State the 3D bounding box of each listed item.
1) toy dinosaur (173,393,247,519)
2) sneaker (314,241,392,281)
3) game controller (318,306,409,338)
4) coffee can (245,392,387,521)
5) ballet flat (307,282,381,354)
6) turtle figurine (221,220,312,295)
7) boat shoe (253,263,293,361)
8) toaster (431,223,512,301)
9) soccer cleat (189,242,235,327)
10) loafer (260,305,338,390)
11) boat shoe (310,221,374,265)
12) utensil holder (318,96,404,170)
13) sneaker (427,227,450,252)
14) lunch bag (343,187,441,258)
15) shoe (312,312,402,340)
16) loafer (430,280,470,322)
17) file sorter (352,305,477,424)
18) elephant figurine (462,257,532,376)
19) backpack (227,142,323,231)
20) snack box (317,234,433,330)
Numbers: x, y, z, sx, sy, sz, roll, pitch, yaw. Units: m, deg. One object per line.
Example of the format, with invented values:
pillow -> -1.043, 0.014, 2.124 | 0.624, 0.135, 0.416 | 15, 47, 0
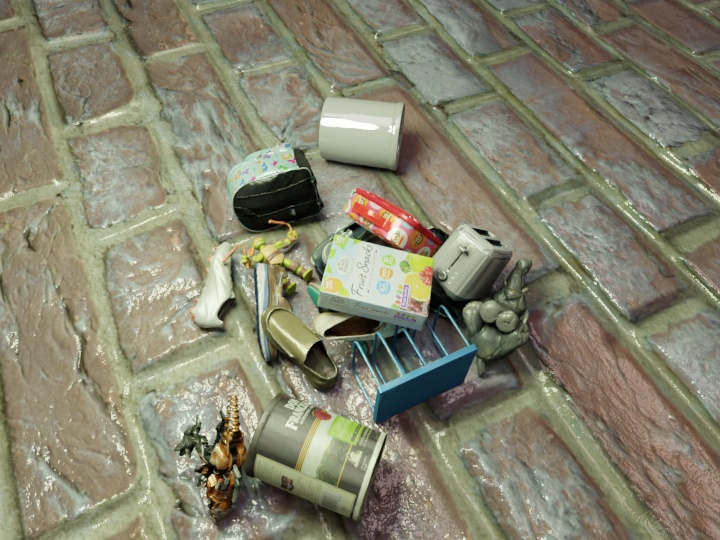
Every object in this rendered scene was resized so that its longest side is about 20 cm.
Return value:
toy dinosaur -> -0.226, 0.306, 0.910 | 0.135, 0.102, 0.201 | 23, 84, 46
sneaker -> 0.000, -0.002, 1.164 | 0.201, 0.146, 0.077 | 15, 69, -15
game controller -> 0.016, 0.067, 1.083 | 0.199, 0.042, 0.105 | 17, 91, -15
coffee can -> -0.071, 0.310, 0.915 | 0.199, 0.147, 0.147 | 18, 55, 10
ballet flat -> -0.029, 0.090, 1.134 | 0.067, 0.068, 0.200 | -34, 72, -29
turtle figurine -> -0.195, -0.018, 1.200 | 0.161, 0.065, 0.200 | 43, 47, 14
boat shoe -> -0.174, 0.082, 1.101 | 0.072, 0.072, 0.202 | -2, 77, -16
toaster -> 0.231, -0.016, 1.123 | 0.114, 0.130, 0.199 | 46, 23, 27
soccer cleat -> -0.298, 0.032, 1.162 | 0.077, 0.069, 0.201 | 12, 61, 0
loafer -> -0.109, 0.142, 1.043 | 0.200, 0.067, 0.076 | 46, 58, -3
boat shoe -> -0.035, -0.079, 1.256 | 0.199, 0.062, 0.073 | -34, 62, -25
utensil holder -> 0.006, -0.354, 1.400 | 0.198, 0.171, 0.171 | 8, 53, 6
sneaker -> 0.190, -0.052, 1.237 | 0.198, 0.078, 0.070 | 12, 53, 6
lunch bag -> 0.057, -0.096, 1.141 | 0.200, 0.176, 0.082 | 36, 97, 39
shoe -> 0.011, 0.104, 1.034 | 0.198, 0.053, 0.071 | -6, 98, -16
loafer -> 0.138, 0.047, 1.167 | 0.199, 0.068, 0.071 | 26, 46, 11
file sorter -> 0.093, 0.173, 1.029 | 0.199, 0.139, 0.123 | -21, 56, -17
elephant figurine -> 0.296, 0.089, 1.117 | 0.142, 0.155, 0.200 | 57, 35, -5
backpack -> -0.206, -0.187, 1.258 | 0.199, 0.178, 0.151 | -23, 54, -7
snack box -> 0.032, 0.021, 1.016 | 0.198, 0.053, 0.143 | 14, 49, -1
